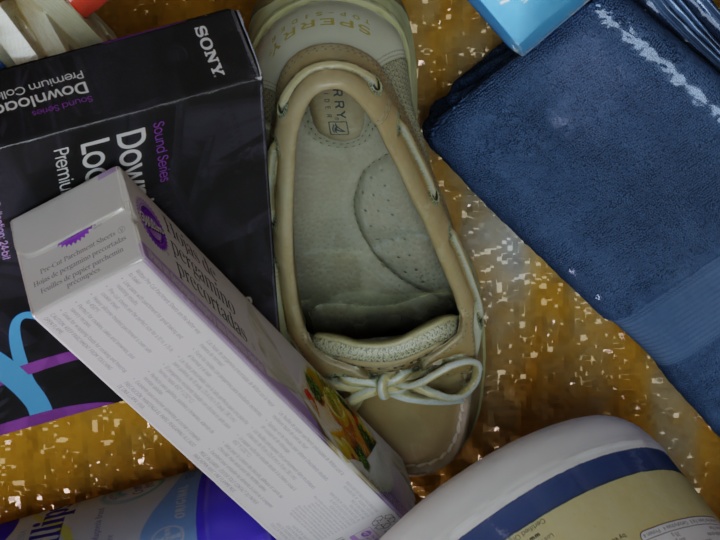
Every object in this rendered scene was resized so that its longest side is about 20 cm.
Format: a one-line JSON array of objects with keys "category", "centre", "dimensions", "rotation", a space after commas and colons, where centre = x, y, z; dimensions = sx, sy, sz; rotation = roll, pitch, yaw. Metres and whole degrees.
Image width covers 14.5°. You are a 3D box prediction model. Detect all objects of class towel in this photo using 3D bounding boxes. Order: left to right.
[{"category": "towel", "centre": [0.121, -0.012, 0.946], "dimensions": [0.200, 0.049, 0.112], "rotation": [43, 132, -15]}]

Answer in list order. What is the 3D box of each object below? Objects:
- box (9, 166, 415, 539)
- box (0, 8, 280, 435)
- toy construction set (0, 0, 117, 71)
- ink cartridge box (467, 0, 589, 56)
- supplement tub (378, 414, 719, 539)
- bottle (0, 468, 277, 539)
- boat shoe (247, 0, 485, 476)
[{"category": "box", "centre": [-0.040, 0.039, 0.888], "dimensions": [0.041, 0.039, 0.200], "rotation": [-28, 141, 12]}, {"category": "box", "centre": [-0.124, 0.001, 0.867], "dimensions": [0.199, 0.036, 0.143], "rotation": [-17, 145, -11]}, {"category": "toy construction set", "centre": [-0.148, -0.038, 0.912], "dimensions": [0.200, 0.092, 0.131], "rotation": [-28, 121, 21]}, {"category": "ink cartridge box", "centre": [0.075, -0.191, 0.878], "dimensions": [0.200, 0.084, 0.145], "rotation": [-40, 104, 11]}, {"category": "supplement tub", "centre": [0.091, 0.164, 0.920], "dimensions": [0.144, 0.144, 0.200], "rotation": [-42, 66, 11]}, {"category": "bottle", "centre": [-0.117, 0.122, 0.973], "dimensions": [0.199, 0.084, 0.065], "rotation": [-15, 109, 7]}, {"category": "boat shoe", "centre": [0.002, -0.001, 0.926], "dimensions": [0.073, 0.063, 0.201], "rotation": [-6, 128, 2]}]
